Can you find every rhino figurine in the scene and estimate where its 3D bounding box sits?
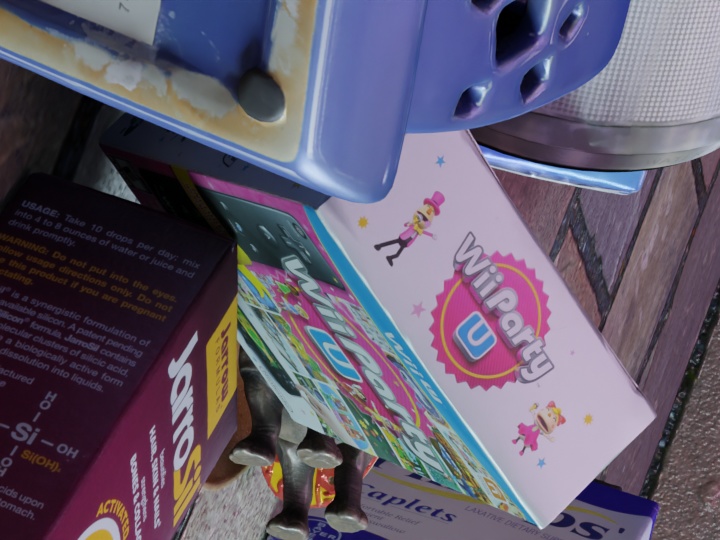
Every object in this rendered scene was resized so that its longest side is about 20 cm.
[{"bbox_3d":[-0.025,0.044,1.139,0.200,0.060,0.088,76,22,-62],"label":"rhino figurine"}]

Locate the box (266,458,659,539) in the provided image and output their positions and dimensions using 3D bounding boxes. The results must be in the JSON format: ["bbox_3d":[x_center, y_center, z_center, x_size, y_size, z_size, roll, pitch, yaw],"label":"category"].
[{"bbox_3d":[0.054,0.185,1.508,0.200,0.183,0.105,-41,145,-64],"label":"box"}]

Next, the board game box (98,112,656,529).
[{"bbox_3d":[0.000,0.000,0.950,0.064,0.200,0.148,-42,114,-16],"label":"board game box"}]

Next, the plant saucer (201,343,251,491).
[{"bbox_3d":[-0.049,0.000,1.184,0.200,0.035,0.201,19,90,-75],"label":"plant saucer"}]

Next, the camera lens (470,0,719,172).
[{"bbox_3d":[0.087,-0.148,0.933,0.160,0.160,0.201,-50,157,-54],"label":"camera lens"}]

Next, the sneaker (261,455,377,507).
[{"bbox_3d":[-0.003,0.029,1.330,0.077,0.073,0.201,-61,168,-69],"label":"sneaker"}]

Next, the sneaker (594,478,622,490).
[{"bbox_3d":[0.159,0.255,2.131,0.077,0.111,0.201,-29,136,-69],"label":"sneaker"}]

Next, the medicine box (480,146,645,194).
[{"bbox_3d":[0.097,-0.162,1.263,0.182,0.103,0.201,-106,-152,-71],"label":"medicine box"}]

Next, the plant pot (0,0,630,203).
[{"bbox_3d":[-0.026,-0.144,0.785,0.180,0.199,0.201,-41,148,-50],"label":"plant pot"}]

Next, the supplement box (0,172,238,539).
[{"bbox_3d":[-0.121,0.078,0.916,0.111,0.085,0.200,92,22,-48],"label":"supplement box"}]
